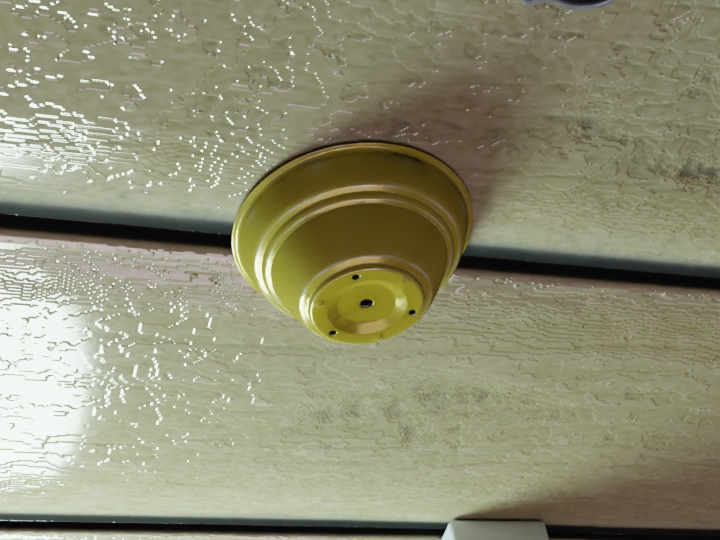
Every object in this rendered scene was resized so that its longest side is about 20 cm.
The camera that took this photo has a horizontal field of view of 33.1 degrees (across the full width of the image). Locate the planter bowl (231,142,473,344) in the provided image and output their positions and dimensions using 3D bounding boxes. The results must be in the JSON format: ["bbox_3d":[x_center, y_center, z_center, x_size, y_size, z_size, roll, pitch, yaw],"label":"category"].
[{"bbox_3d":[0.000,0.000,0.967,0.200,0.084,0.201,-6,138,-6],"label":"planter bowl"}]

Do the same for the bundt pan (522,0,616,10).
[{"bbox_3d":[0.139,-0.259,0.718,0.201,0.076,0.202,-6,138,-6],"label":"bundt pan"}]

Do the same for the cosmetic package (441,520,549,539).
[{"bbox_3d":[0.146,0.420,1.369,0.123,0.200,0.200,3,137,-14],"label":"cosmetic package"}]
